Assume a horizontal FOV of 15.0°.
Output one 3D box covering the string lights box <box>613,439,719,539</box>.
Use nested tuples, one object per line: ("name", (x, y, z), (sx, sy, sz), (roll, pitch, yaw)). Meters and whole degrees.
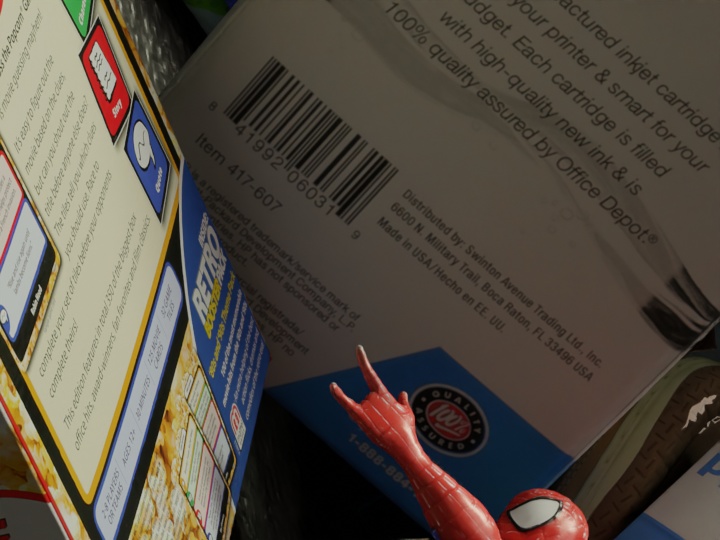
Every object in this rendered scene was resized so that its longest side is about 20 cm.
("string lights box", (0.058, 0.150, 0.712), (0.059, 0.200, 0.103), (33, -23, 44))

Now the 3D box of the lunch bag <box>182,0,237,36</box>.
("lunch bag", (-0.016, -0.134, 0.884), (0.200, 0.082, 0.162), (55, 30, -53))

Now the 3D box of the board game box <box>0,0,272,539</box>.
("board game box", (-0.081, -0.009, 0.603), (0.152, 0.046, 0.201), (-79, 153, -55))

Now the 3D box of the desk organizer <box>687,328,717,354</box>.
("desk organizer", (0.065, -0.071, 0.840), (0.077, 0.071, 0.202), (-7, 93, -79))

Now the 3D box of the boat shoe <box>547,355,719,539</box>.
("boat shoe", (0.042, 0.107, 0.771), (0.071, 0.076, 0.201), (19, 100, -45))

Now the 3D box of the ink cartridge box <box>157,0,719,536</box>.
("ink cartridge box", (0.044, -0.048, 0.717), (0.146, 0.200, 0.084), (42, 22, -6))

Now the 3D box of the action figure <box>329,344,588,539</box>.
("action figure", (-0.015, 0.102, 0.631), (0.099, 0.065, 0.200), (46, 50, -2))

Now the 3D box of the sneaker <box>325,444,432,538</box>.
("sneaker", (0.000, 0.000, 0.868), (0.201, 0.073, 0.082), (76, 7, -47))

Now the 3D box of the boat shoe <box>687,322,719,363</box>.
("boat shoe", (0.093, 0.022, 0.936), (0.074, 0.198, 0.068), (-52, 147, -38))
